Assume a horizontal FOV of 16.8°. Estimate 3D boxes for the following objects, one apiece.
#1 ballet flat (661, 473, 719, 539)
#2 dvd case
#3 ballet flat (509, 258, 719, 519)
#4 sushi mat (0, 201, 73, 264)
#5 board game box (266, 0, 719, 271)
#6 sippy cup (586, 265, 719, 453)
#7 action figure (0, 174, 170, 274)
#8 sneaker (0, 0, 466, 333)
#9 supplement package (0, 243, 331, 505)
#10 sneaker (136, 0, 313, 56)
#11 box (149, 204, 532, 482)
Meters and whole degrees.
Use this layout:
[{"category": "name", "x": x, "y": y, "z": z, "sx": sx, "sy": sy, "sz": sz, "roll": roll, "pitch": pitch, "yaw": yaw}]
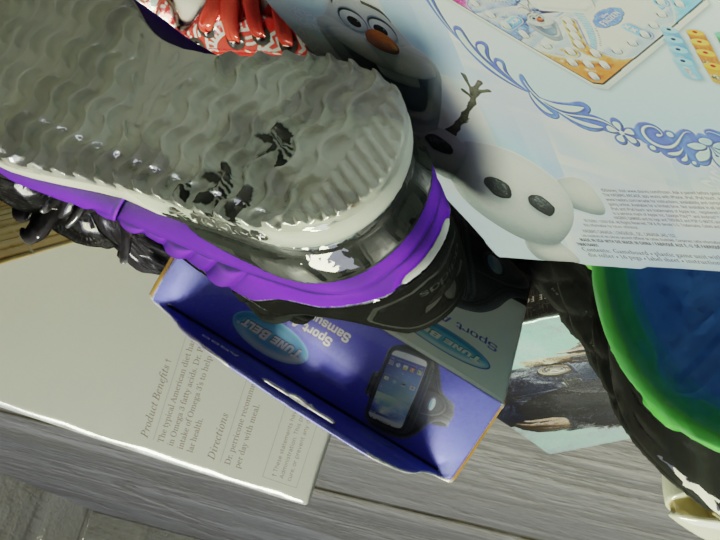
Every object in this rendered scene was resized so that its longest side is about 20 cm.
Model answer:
[{"category": "ballet flat", "x": 0.151, "y": 0.073, "z": 0.986, "sx": 0.074, "sy": 0.075, "sz": 0.200, "roll": 14, "pitch": 150, "yaw": 20}, {"category": "dvd case", "x": 0.134, "y": 0.028, "z": 0.992, "sx": 0.199, "sy": 0.022, "sz": 0.146, "roll": -15, "pitch": 152, "yaw": 25}, {"category": "ballet flat", "x": 0.101, "y": 0.007, "z": 0.863, "sx": 0.200, "sy": 0.066, "sz": 0.057, "roll": 54, "pitch": -168, "yaw": 12}, {"category": "sushi mat", "x": -0.150, "y": -0.037, "z": 1.046, "sx": 0.095, "sy": 0.012, "sz": 0.200, "roll": 27, "pitch": -157, "yaw": 22}, {"category": "board game box", "x": 0.054, "y": -0.076, "z": 0.620, "sx": 0.199, "sy": 0.044, "sz": 0.199, "roll": 4, "pitch": 146, "yaw": 51}, {"category": "sippy cup", "x": 0.158, "y": -0.001, "z": 0.756, "sx": 0.178, "sy": 0.140, "sz": 0.130, "roll": 52, "pitch": -162, "yaw": 27}, {"category": "action figure", "x": -0.112, "y": -0.063, "z": 0.934, "sx": 0.118, "sy": 0.103, "sz": 0.200, "roll": 25, "pitch": -177, "yaw": -23}, {"category": "sneaker", "x": -0.047, "y": -0.027, "z": 0.736, "sx": 0.200, "sy": 0.070, "sz": 0.100, "roll": 25, "pitch": 163, "yaw": 41}, {"category": "supplement package", "x": -0.098, "y": 0.016, "z": 1.161, "sx": 0.199, "sy": 0.118, "sz": 0.117, "roll": 19, "pitch": -169, "yaw": -1}, {"category": "sneaker", "x": -0.037, "y": -0.084, "z": 0.789, "sx": 0.108, "sy": 0.068, "sz": 0.201, "roll": 24, "pitch": 170, "yaw": -38}, {"category": "box", "x": 0.000, "y": 0.000, "z": 0.856, "sx": 0.119, "sy": 0.042, "sz": 0.200, "roll": 31, "pitch": -160, "yaw": -4}]
